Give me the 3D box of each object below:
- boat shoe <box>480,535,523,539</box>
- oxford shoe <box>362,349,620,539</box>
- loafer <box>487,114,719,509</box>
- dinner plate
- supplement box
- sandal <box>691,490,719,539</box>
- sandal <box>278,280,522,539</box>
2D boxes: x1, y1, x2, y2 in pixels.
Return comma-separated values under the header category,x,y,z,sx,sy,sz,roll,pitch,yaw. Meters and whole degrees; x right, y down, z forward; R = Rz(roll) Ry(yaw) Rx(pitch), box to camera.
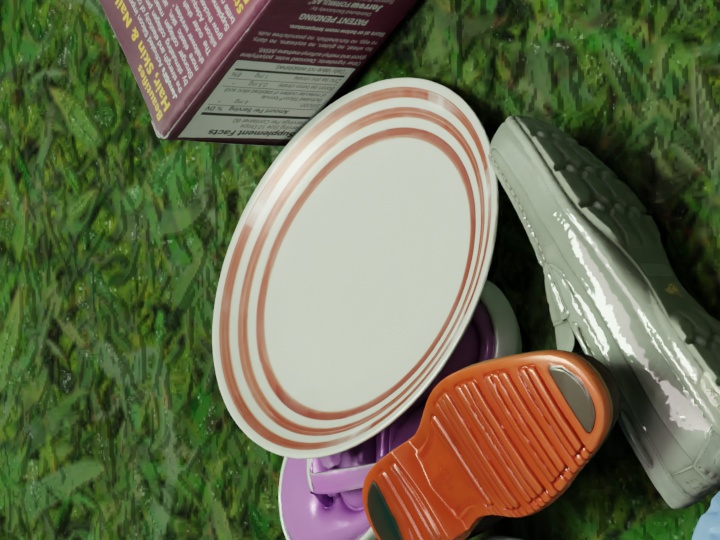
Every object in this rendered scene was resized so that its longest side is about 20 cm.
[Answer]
category,x,y,z,sx,sy,sz,roll,pitch,yaw
boat shoe,0.071,0.228,1.180,0.067,0.073,0.202,153,118,-64
oxford shoe,0.069,0.074,1.140,0.072,0.072,0.200,61,148,6
loafer,0.110,0.015,1.126,0.070,0.070,0.201,-47,57,27
dinner plate,0.000,0.000,1.249,0.199,0.024,0.202,-27,50,37
supplement box,-0.039,-0.175,1.266,0.200,0.103,0.132,-47,57,36
sandal,0.141,0.159,1.093,0.200,0.079,0.088,-36,60,33
sandal,0.004,0.072,1.257,0.203,0.050,0.083,-52,54,34
